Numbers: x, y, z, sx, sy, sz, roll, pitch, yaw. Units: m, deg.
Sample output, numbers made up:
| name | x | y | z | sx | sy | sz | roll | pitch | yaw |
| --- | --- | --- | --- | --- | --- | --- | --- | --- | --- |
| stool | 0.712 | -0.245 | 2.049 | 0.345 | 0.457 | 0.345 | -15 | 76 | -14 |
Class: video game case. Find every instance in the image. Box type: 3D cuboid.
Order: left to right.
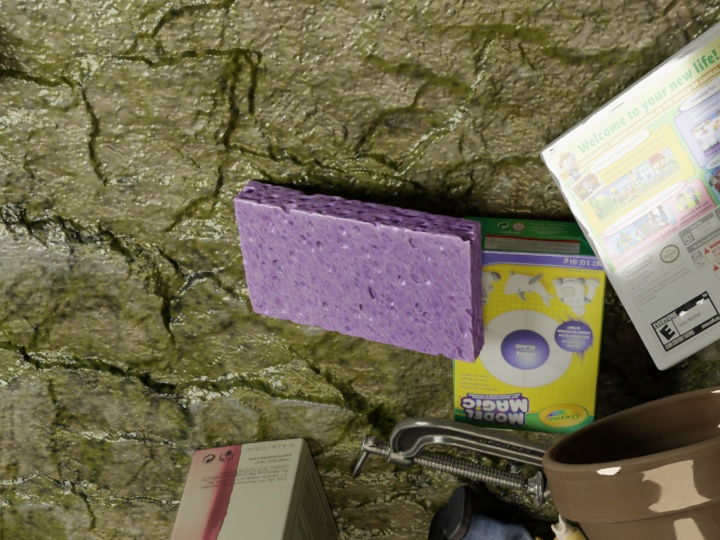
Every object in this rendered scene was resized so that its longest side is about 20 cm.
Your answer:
| name | x | y | z | sx | sy | sz | roll | pitch | yaw |
| --- | --- | --- | --- | --- | --- | --- | --- | --- | --- |
| video game case | 0.241 | -0.055 | 1.074 | 0.199 | 0.022 | 0.184 | -35 | 79 | 37 |

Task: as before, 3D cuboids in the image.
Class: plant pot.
| name | x | y | z | sx | sy | sz | roll | pitch | yaw |
| --- | --- | --- | --- | --- | --- | --- | --- | --- | --- |
| plant pot | 0.251 | 0.192 | 1.144 | 0.198 | 0.200 | 0.177 | -16 | 94 | 20 |

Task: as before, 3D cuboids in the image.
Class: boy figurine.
| name | x | y | z | sx | sy | sz | roll | pitch | yaw |
| --- | --- | --- | --- | --- | --- | --- | --- | --- | --- |
| boy figurine | 0.160 | 0.259 | 1.363 | 0.198 | 0.065 | 0.125 | 24 | 126 | -9 |

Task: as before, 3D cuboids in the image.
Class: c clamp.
| name | x | y | z | sx | sy | sz | roll | pitch | yaw |
| --- | --- | --- | --- | --- | --- | --- | --- | --- | --- |
| c clamp | 0.095 | 0.156 | 1.292 | 0.197 | 0.027 | 0.171 | 12 | 155 | 1 |

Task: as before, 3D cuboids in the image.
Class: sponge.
| name | x | y | z | sx | sy | sz | roll | pitch | yaw |
| --- | --- | --- | --- | --- | --- | --- | --- | --- | --- |
| sponge | 0.000 | 0.000 | 1.184 | 0.198 | 0.030 | 0.113 | 11 | 128 | 25 |

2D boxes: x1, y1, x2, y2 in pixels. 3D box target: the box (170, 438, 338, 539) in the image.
| name | x | y | z | sx | sy | sz | roll | pitch | yaw |
| --- | --- | --- | --- | --- | --- | --- | --- | --- | --- |
| box | -0.094 | 0.259 | 1.319 | 0.107 | 0.201 | 0.129 | -7 | 124 | 13 |

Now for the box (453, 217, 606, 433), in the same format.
| name | x | y | z | sx | sy | sz | roll | pitch | yaw |
| --- | --- | --- | --- | --- | --- | --- | --- | --- | --- |
| box | 0.130 | 0.056 | 1.222 | 0.116 | 0.049 | 0.202 | 3 | 128 | 8 |
